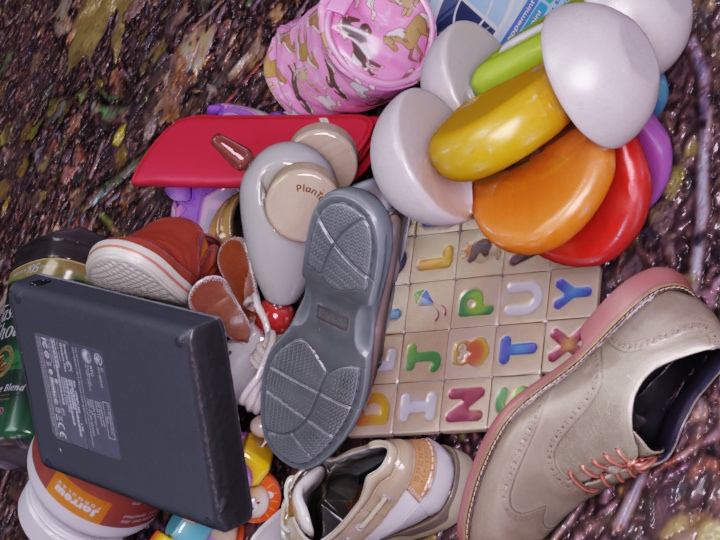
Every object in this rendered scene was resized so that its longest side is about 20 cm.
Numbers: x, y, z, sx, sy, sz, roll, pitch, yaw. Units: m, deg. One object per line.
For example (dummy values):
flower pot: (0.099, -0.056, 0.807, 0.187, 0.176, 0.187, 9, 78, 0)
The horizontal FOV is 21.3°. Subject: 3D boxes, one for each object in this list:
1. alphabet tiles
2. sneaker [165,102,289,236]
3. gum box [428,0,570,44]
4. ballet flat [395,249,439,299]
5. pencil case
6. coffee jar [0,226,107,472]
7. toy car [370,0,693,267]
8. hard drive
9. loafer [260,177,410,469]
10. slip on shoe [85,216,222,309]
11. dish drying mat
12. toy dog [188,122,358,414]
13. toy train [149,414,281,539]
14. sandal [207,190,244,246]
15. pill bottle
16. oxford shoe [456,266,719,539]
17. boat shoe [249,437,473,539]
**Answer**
alphabet tiles: (0.058, 0.022, 1.192, 0.199, 0.006, 0.167, -6, 65, 31)
sneaker: (-0.121, -0.047, 1.486, 0.201, 0.088, 0.080, -61, 34, 7)
gum box: (0.110, -0.198, 1.296, 0.170, 0.044, 0.200, -57, 33, 13)
ballet flat: (0.000, 0.000, 1.308, 0.200, 0.069, 0.070, 26, 91, 58)
pencil case: (-0.011, -0.154, 1.353, 0.200, 0.082, 0.087, 165, 99, -75)
coffee jar: (-0.262, 0.065, 1.613, 0.104, 0.085, 0.201, -19, 53, 48)
toy car: (0.118, -0.082, 1.108, 0.175, 0.150, 0.200, -26, 19, 35)
hard drive: (-0.154, 0.084, 1.264, 0.199, 0.033, 0.140, 12, 116, 46)
loafer: (-0.007, 0.033, 1.163, 0.072, 0.063, 0.201, 31, 126, 22)
slip on shoe: (-0.136, -0.009, 1.304, 0.200, 0.074, 0.062, 23, -100, -78)
dish drying mat: (-0.074, -0.087, 1.381, 0.199, 0.018, 0.077, 3, 46, 36)
toy dog: (-0.075, -0.012, 1.259, 0.132, 0.096, 0.201, -110, 42, -88)
toy train: (-0.072, 0.135, 1.332, 0.200, 0.056, 0.150, -49, 8, 40)
sandal: (-0.089, -0.022, 1.425, 0.054, 0.080, 0.200, 40, 112, 12)
pill bottle: (-0.179, 0.126, 1.417, 0.200, 0.112, 0.113, -56, 32, 34)
oxford shoe: (0.126, 0.094, 1.056, 0.200, 0.070, 0.075, -56, 39, 15)
boat shoe: (-0.018, 0.152, 1.220, 0.200, 0.068, 0.075, -35, 43, 38)
